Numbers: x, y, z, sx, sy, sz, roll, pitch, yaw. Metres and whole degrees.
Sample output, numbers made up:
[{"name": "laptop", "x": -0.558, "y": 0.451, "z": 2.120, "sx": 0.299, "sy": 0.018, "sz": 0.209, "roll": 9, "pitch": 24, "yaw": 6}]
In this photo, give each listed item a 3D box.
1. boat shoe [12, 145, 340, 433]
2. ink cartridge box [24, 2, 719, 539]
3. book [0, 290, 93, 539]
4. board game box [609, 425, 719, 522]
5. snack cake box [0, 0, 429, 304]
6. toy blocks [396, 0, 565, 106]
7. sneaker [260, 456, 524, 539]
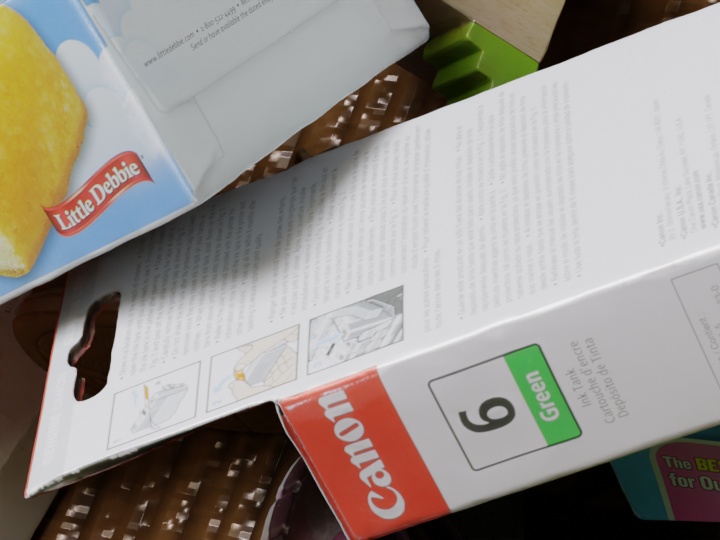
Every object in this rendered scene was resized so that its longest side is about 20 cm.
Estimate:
[{"name": "boat shoe", "x": 0.000, "y": 0.000, "z": 0.844, "sx": 0.199, "sy": 0.074, "sz": 0.069, "roll": -2, "pitch": 60, "yaw": 18}, {"name": "ink cartridge box", "x": 0.021, "y": 0.009, "z": 0.734, "sx": 0.200, "sy": 0.050, "sz": 0.109, "roll": -21, "pitch": 30, "yaw": 15}, {"name": "book", "x": -0.162, "y": 0.012, "z": 0.944, "sx": 0.200, "sy": 0.048, "sz": 0.134, "roll": 22, "pitch": 73, "yaw": 36}, {"name": "board game box", "x": 0.173, "y": -0.004, "z": 0.738, "sx": 0.200, "sy": 0.040, "sz": 0.153, "roll": 0, "pitch": 48, "yaw": 30}, {"name": "snack cake box", "x": -0.093, "y": -0.034, "z": 0.798, "sx": 0.200, "sy": 0.067, "sz": 0.115, "roll": -25, "pitch": 10, "yaw": 40}, {"name": "toy blocks", "x": 0.010, "y": -0.151, "z": 0.858, "sx": 0.100, "sy": 0.137, "sz": 0.200, "roll": -17, "pitch": 47, "yaw": 59}, {"name": "sneaker", "x": 0.017, "y": 0.089, "z": 0.729, "sx": 0.116, "sy": 0.076, "sz": 0.200, "roll": -44, "pitch": 17, "yaw": 50}]
